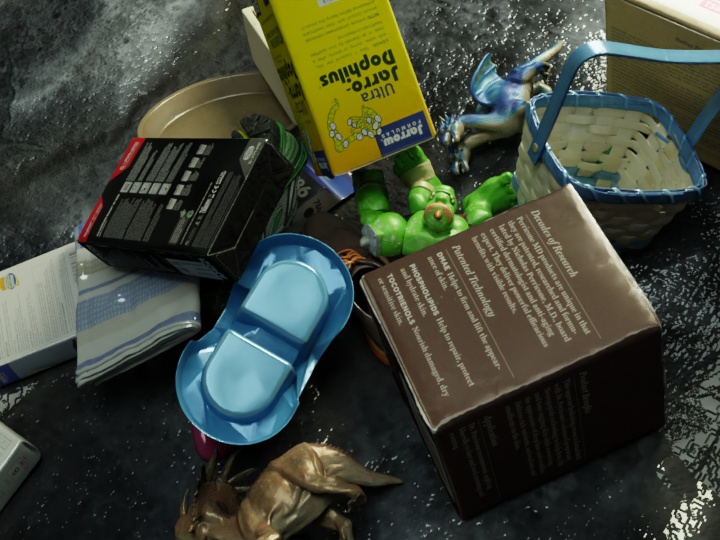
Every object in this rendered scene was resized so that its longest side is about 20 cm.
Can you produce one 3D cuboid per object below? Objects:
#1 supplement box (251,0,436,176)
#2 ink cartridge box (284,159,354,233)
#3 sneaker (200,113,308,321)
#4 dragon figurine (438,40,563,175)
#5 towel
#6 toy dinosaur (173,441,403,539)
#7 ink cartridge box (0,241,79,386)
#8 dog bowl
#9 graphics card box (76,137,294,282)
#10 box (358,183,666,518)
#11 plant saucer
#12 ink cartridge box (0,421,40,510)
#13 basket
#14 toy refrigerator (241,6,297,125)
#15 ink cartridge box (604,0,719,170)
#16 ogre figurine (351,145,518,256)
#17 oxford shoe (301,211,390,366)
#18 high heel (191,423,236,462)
[{"bbox_3d":[-0.021,-0.202,1.137,0.109,0.202,0.109,-22,8,-9],"label":"supplement box"},{"bbox_3d":[-0.105,-0.067,1.238,0.199,0.039,0.099,-38,54,-13],"label":"ink cartridge box"},{"bbox_3d":[-0.099,-0.043,1.155,0.078,0.085,0.202,20,90,45],"label":"sneaker"},{"bbox_3d":[0.147,-0.185,1.240,0.098,0.059,0.201,11,60,22],"label":"dragon figurine"},{"bbox_3d":[-0.221,0.005,1.156,0.146,0.024,0.202,-25,51,19],"label":"towel"},{"bbox_3d":[-0.069,0.192,1.021,0.199,0.086,0.136,-29,46,-13],"label":"toy dinosaur"},{"bbox_3d":[-0.324,0.041,1.220,0.198,0.042,0.120,-20,54,-3],"label":"ink cartridge box"},{"bbox_3d":[-0.085,0.065,1.059,0.111,0.050,0.201,29,70,4],"label":"dog bowl"},{"bbox_3d":[-0.165,-0.061,1.106,0.199,0.051,0.126,4,61,43],"label":"graphics card box"},{"bbox_3d":[0.129,0.070,0.997,0.198,0.167,0.165,-24,52,-3],"label":"box"},{"bbox_3d":[-0.143,-0.160,1.285,0.198,0.030,0.201,-9,34,6],"label":"plant saucer"},{"bbox_3d":[-0.424,0.212,1.127,0.162,0.057,0.201,26,74,29],"label":"ink cartridge box"},{"bbox_3d":[0.226,-0.116,1.056,0.174,0.201,0.140,1,51,-24],"label":"basket"},{"bbox_3d":[-0.068,-0.235,1.285,0.075,0.071,0.200,-17,33,-9],"label":"toy refrigerator"},{"bbox_3d":[0.331,-0.186,1.124,0.199,0.166,0.075,34,64,31],"label":"ink cartridge box"},{"bbox_3d":[0.082,-0.047,1.138,0.198,0.099,0.120,25,41,-4],"label":"ogre figurine"},{"bbox_3d":[0.000,0.000,1.140,0.071,0.073,0.200,-33,54,-10],"label":"oxford shoe"},{"bbox_3d":[-0.090,0.082,1.091,0.096,0.067,0.202,-20,42,42],"label":"high heel"}]
